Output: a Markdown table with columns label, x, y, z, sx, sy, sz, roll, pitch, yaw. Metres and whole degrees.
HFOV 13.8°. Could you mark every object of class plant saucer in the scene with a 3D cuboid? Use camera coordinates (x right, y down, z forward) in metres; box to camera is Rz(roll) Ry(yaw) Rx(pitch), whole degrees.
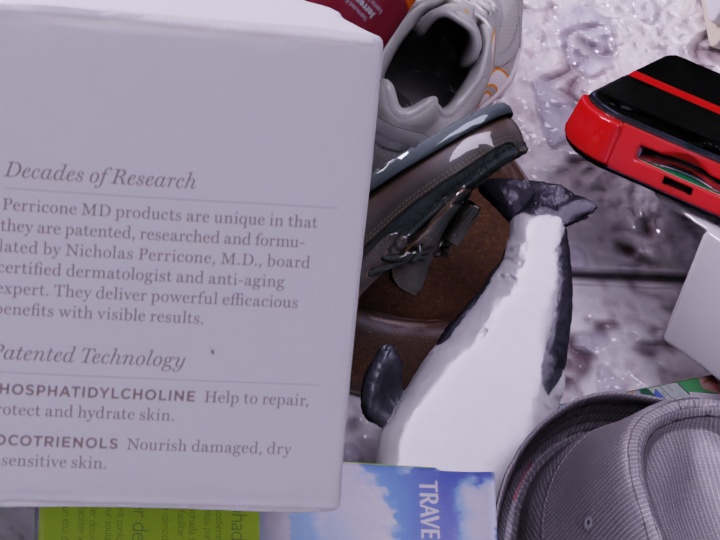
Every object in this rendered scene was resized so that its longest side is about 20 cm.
| label | x | y | z | sx | sy | sz | roll | pitch | yaw |
| --- | --- | --- | --- | --- | --- | --- | --- | --- | --- |
| plant saucer | 0.011 | -0.027 | 1.476 | 0.200 | 0.035 | 0.200 | 11 | 52 | -15 |

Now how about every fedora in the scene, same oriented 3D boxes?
| label | x | y | z | sx | sy | sz | roll | pitch | yaw |
| --- | --- | --- | --- | --- | --- | --- | --- | --- | --- |
| fedora | 0.149 | 0.137 | 1.311 | 0.177 | 0.090 | 0.200 | 2 | 65 | -25 |

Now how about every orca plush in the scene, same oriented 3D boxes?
| label | x | y | z | sx | sy | sz | roll | pitch | yaw |
| --- | --- | --- | --- | --- | --- | --- | --- | --- | --- |
| orca plush | 0.047 | 0.054 | 1.402 | 0.105 | 0.071 | 0.200 | 10 | 73 | -10 |

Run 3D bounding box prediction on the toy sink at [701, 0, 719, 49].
| label | x | y | z | sx | sy | sz | roll | pitch | yaw |
| --- | --- | --- | --- | --- | --- | --- | --- | --- | --- |
| toy sink | 0.253 | -0.194 | 1.647 | 0.200 | 0.130 | 0.112 | 9 | 52 | -18 |

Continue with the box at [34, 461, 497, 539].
| label | x | y | z | sx | sy | sz | roll | pitch | yaw |
| --- | --- | --- | --- | --- | --- | --- | --- | --- | --- |
| box | -0.041 | 0.142 | 1.284 | 0.200 | 0.048 | 0.122 | 4 | 58 | -8 |

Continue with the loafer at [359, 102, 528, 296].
| label | x | y | z | sx | sy | sz | roll | pitch | yaw |
| --- | --- | --- | --- | --- | --- | --- | --- | --- | --- |
| loafer | 0.000 | 0.000 | 1.381 | 0.200 | 0.072 | 0.063 | -34 | 82 | 5 |

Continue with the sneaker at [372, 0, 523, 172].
| label | x | y | z | sx | sy | sz | roll | pitch | yaw |
| --- | --- | --- | --- | --- | --- | --- | --- | --- | --- |
| sneaker | 0.045 | -0.112 | 1.473 | 0.076 | 0.092 | 0.200 | 28 | 48 | -2 |

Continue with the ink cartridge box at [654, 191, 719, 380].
| label | x | y | z | sx | sy | sz | roll | pitch | yaw |
| --- | --- | --- | --- | --- | --- | --- | --- | --- | --- |
| ink cartridge box | 0.236 | 0.031 | 1.467 | 0.116 | 0.067 | 0.200 | -5 | 33 | -43 |

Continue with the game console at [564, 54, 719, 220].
| label | x | y | z | sx | sy | sz | roll | pitch | yaw |
| --- | --- | --- | --- | --- | --- | --- | --- | --- | --- |
| game console | 0.216 | -0.052 | 1.523 | 0.200 | 0.031 | 0.177 | 25 | 20 | 16 |

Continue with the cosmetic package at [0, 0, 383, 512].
| label | x | y | z | sx | sy | sz | roll | pitch | yaw |
| --- | --- | --- | --- | --- | --- | --- | --- | --- | --- |
| cosmetic package | -0.097 | -0.017 | 1.248 | 0.166 | 0.200 | 0.167 | 3 | 10 | -16 |

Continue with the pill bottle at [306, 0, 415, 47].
| label | x | y | z | sx | sy | sz | roll | pitch | yaw |
| --- | --- | --- | --- | --- | --- | --- | --- | --- | --- |
| pill bottle | -0.065 | -0.091 | 1.396 | 0.113 | 0.113 | 0.200 | 33 | 81 | 3 |

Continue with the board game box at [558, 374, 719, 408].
| label | x | y | z | sx | sy | sz | roll | pitch | yaw |
| --- | --- | --- | --- | --- | --- | --- | --- | --- | --- |
| board game box | 0.167 | 0.144 | 1.413 | 0.134 | 0.029 | 0.200 | -9 | 59 | -28 |
